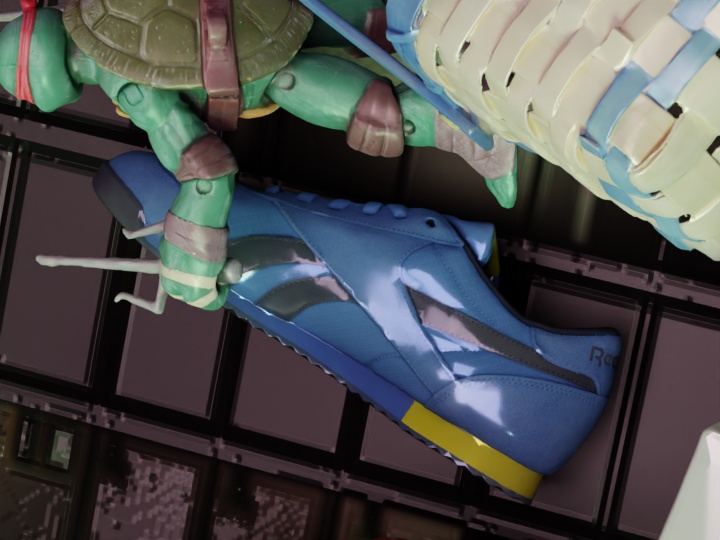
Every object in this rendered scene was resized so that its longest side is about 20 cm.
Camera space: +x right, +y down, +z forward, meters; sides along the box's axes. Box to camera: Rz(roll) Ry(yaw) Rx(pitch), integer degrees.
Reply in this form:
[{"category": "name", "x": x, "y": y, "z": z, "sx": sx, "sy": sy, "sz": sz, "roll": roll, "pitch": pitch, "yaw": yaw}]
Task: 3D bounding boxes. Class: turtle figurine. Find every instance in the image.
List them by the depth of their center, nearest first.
[{"category": "turtle figurine", "x": -0.049, "y": -0.063, "z": 0.999, "sx": 0.200, "sy": 0.101, "sz": 0.150, "roll": -1, "pitch": 61, "yaw": -2}]

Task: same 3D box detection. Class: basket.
[{"category": "basket", "x": 0.075, "y": -0.110, "z": 0.907, "sx": 0.176, "sy": 0.139, "sz": 0.200, "roll": -46, "pitch": 61, "yaw": 7}]

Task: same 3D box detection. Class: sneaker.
[{"category": "sneaker", "x": 0.000, "y": 0.000, "z": 1.045, "sx": 0.200, "sy": 0.066, "sz": 0.079, "roll": 32, "pitch": 94, "yaw": 13}]

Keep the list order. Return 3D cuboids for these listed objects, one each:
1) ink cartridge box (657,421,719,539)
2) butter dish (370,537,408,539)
[{"category": "ink cartridge box", "x": 0.143, "y": 0.117, "z": 0.932, "sx": 0.085, "sy": 0.200, "sz": 0.145, "roll": 25, "pitch": 103, "yaw": 19}, {"category": "butter dish", "x": 0.002, "y": 0.158, "z": 1.020, "sx": 0.200, "sy": 0.148, "sz": 0.200, "roll": -7, "pitch": 133, "yaw": 23}]
